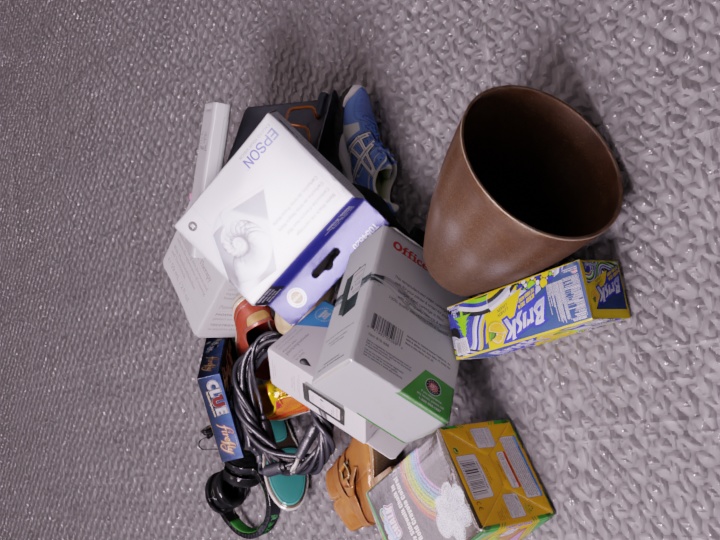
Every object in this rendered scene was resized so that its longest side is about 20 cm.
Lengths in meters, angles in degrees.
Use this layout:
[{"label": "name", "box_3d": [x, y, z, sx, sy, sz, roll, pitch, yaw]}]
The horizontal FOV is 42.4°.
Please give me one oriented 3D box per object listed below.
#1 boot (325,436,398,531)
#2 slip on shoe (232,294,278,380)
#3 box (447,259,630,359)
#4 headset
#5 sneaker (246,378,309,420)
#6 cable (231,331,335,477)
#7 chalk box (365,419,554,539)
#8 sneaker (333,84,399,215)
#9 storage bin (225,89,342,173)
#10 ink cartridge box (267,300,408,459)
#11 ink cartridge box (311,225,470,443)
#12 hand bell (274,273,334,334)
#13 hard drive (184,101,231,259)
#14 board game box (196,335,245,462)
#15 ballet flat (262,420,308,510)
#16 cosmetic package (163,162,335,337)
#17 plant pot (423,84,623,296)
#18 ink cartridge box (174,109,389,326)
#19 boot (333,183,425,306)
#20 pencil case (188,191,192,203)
[{"label": "boot", "box_3d": [0.004, 0.238, 1.244, 0.155, 0.076, 0.202, -44, 62, 46]}, {"label": "slip on shoe", "box_3d": [-0.146, 0.109, 1.373, 0.061, 0.073, 0.201, 56, 163, 35]}, {"label": "box", "box_3d": [0.188, 0.046, 1.011, 0.199, 0.069, 0.065, -23, 71, 49]}, {"label": "headset", "box_3d": [-0.193, 0.330, 1.495, 0.201, 0.093, 0.124, 51, 122, 22]}, {"label": "sneaker", "box_3d": [-0.088, 0.174, 1.341, 0.199, 0.077, 0.074, -32, 62, 31]}, {"label": "cable", "box_3d": [-0.107, 0.184, 1.277, 0.162, 0.050, 0.203, -10, 87, 39]}, {"label": "chalk box", "box_3d": [0.099, 0.279, 1.069, 0.200, 0.123, 0.126, -50, 53, 39]}, {"label": "sneaker", "box_3d": [0.012, -0.155, 1.261, 0.076, 0.075, 0.203, -10, 81, 30]}, {"label": "storage bin", "box_3d": [-0.105, -0.150, 1.253, 0.147, 0.132, 0.202, 79, -165, -47]}, {"label": "ink cartridge box", "box_3d": [-0.005, 0.133, 1.161, 0.198, 0.116, 0.068, 28, 139, 27]}, {"label": "ink cartridge box", "box_3d": [0.042, 0.071, 1.076, 0.083, 0.146, 0.202, -35, 28, 44]}, {"label": "hand bell", "box_3d": [-0.131, -0.016, 1.240, 0.103, 0.200, 0.105, -27, 35, 21]}, {"label": "hard drive", "box_3d": [-0.209, -0.125, 1.266, 0.132, 0.026, 0.203, -150, 68, -73]}, {"label": "board game box", "box_3d": [-0.200, 0.172, 1.384, 0.200, 0.034, 0.137, -100, -2, -69]}, {"label": "ballet flat", "box_3d": [-0.126, 0.280, 1.410, 0.070, 0.069, 0.202, -52, 46, 36]}, {"label": "cosmetic package", "box_3d": [-0.169, -0.028, 1.393, 0.201, 0.165, 0.168, -59, 46, 29]}, {"label": "plant pot", "box_3d": [0.149, -0.060, 1.004, 0.200, 0.184, 0.189, -56, 46, 52]}, {"label": "ink cartridge box", "box_3d": [-0.099, -0.056, 1.149, 0.200, 0.041, 0.200, 43, 109, -2]}, {"label": "boot", "box_3d": [0.000, 0.000, 1.211, 0.199, 0.069, 0.175, 38, 120, 12]}, {"label": "pencil case", "box_3d": [-0.241, -0.041, 1.553, 0.086, 0.082, 0.203, -10, 81, 50]}]
